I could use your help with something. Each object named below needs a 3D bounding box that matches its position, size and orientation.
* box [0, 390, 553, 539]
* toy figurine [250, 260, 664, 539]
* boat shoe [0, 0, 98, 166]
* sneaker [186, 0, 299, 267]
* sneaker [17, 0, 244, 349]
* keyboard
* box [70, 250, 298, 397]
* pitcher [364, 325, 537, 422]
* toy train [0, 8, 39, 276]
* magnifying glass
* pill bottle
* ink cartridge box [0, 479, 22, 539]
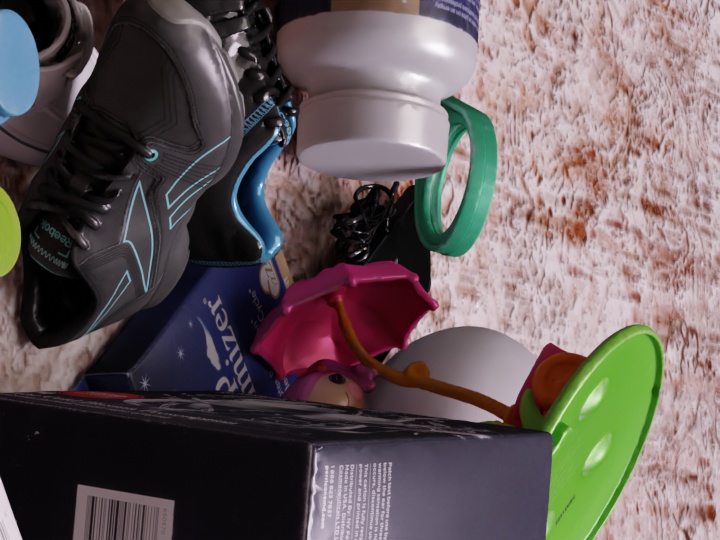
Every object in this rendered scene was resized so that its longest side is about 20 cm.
[{"bbox_3d":[-0.048,0.112,1.136,0.182,0.200,0.104,4,91,-54],"label":"box"},{"bbox_3d":[0.022,0.077,1.278,0.200,0.184,0.150,-52,154,-25],"label":"toy figurine"},{"bbox_3d":[-0.153,-0.101,1.142,0.200,0.065,0.074,32,58,-57],"label":"boat shoe"},{"bbox_3d":[-0.062,-0.098,1.244,0.073,0.082,0.200,-30,132,-60],"label":"sneaker"},{"bbox_3d":[-0.107,-0.038,1.149,0.079,0.075,0.200,-38,156,-39],"label":"sneaker"},{"bbox_3d":[0.000,0.000,1.452,0.200,0.040,0.104,-53,146,-66],"label":"keyboard"},{"bbox_3d":[-0.080,0.064,1.298,0.200,0.032,0.121,-55,134,-48],"label":"box"},{"bbox_3d":[0.035,0.136,1.433,0.172,0.121,0.200,-60,-176,35],"label":"pitcher"},{"bbox_3d":[-0.185,-0.006,1.017,0.085,0.116,0.200,13,75,-61],"label":"toy train"},{"bbox_3d":[0.044,-0.084,1.466,0.200,0.022,0.080,-100,-152,-51],"label":"magnifying glass"},{"bbox_3d":[0.011,-0.156,1.410,0.111,0.111,0.200,26,64,-59],"label":"pill bottle"},{"bbox_3d":[-0.196,0.164,0.965,0.129,0.125,0.200,-48,129,-53],"label":"ink cartridge box"}]
